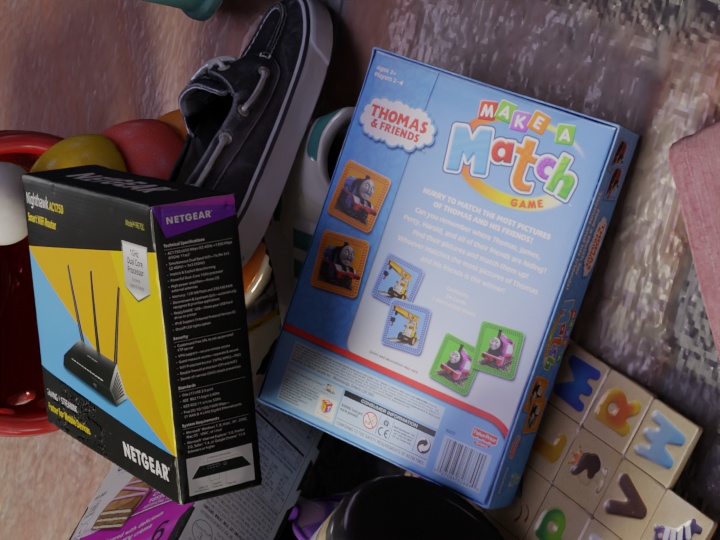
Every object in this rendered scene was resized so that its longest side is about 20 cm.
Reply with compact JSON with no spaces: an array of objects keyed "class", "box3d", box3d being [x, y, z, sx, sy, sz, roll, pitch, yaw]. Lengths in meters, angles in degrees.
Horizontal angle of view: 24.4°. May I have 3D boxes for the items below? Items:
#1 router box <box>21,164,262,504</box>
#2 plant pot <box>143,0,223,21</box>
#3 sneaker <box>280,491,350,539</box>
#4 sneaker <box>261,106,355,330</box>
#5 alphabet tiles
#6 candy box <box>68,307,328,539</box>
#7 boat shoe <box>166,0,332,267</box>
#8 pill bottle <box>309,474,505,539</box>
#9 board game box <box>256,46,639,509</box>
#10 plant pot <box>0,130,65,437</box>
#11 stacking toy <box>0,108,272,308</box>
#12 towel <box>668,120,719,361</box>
[{"class":"router box","box3d":[-0.122,0.026,0.890,0.200,0.051,0.151,13,110,60]},{"class":"plant pot","box3d":[-0.182,-0.263,1.022,0.200,0.194,0.202,-178,90,-68]},{"class":"sneaker","box3d":[-0.054,0.172,0.986,0.199,0.088,0.081,-22,74,47]},{"class":"sneaker","box3d":[0.000,0.000,0.941,0.093,0.070,0.201,-44,54,45]},{"class":"alphabet tiles","box3d":[0.090,0.123,0.843,0.200,0.006,0.168,36,102,51]},{"class":"candy box","box3d":[-0.092,0.120,0.957,0.136,0.061,0.201,-28,24,40]},{"class":"boat shoe","box3d":[-0.072,-0.094,0.971,0.072,0.068,0.201,-28,37,50]},{"class":"pill bottle","box3d":[-0.011,0.205,0.841,0.200,0.111,0.112,-53,52,33]},{"class":"board game box","box3d":[0.042,0.001,0.868,0.150,0.036,0.202,22,97,30]},{"class":"plant pot","box3d":[-0.264,0.009,1.155,0.182,0.199,0.203,-2,87,57]},{"class":"stacking toy","box3d":[-0.156,-0.042,1.023,0.145,0.199,0.148,-3,86,48]},{"class":"towel","box3d":[0.229,-0.027,0.721,0.199,0.023,0.145,-27,67,43]}]
